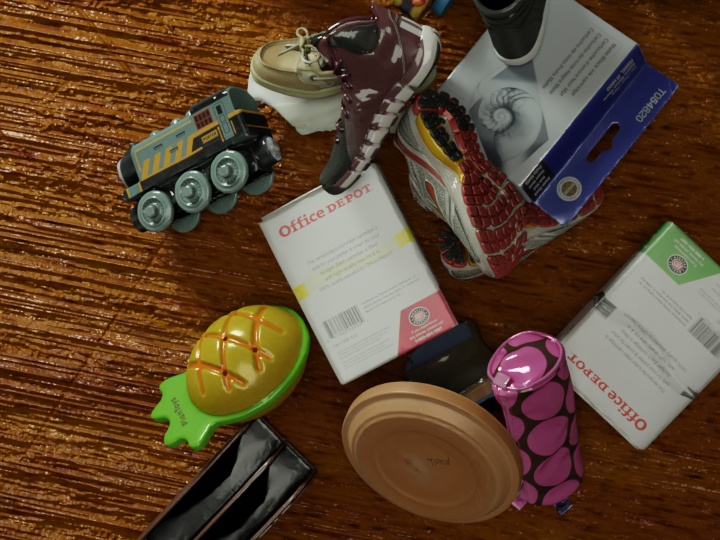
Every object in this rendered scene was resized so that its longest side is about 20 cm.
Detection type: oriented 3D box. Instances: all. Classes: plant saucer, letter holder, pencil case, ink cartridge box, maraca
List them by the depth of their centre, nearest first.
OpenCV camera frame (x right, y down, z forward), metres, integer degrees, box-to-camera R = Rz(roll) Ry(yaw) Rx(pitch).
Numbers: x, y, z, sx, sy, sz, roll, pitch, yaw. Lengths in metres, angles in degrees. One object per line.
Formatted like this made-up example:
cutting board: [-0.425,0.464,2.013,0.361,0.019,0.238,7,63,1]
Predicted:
pencil case: [0.183,0.161,1.305,0.093,0.091,0.201,-28,128,-15]
plant saucer: [0.073,0.200,1.314,0.199,0.032,0.201,14,134,14]
ink cartridge box: [0.199,-0.182,1.316,0.200,0.041,0.200,38,89,18]
ink cartridge box: [0.314,0.069,1.337,0.146,0.084,0.200,44,97,2]
ink cartridge box: [0.000,0.000,1.363,0.144,0.083,0.201,-27,91,6]
maraca: [-0.142,0.116,1.364,0.199,0.137,0.107,-38,131,-2]
letter holder: [-0.157,0.272,1.367,0.101,0.142,0.200,43,97,1]

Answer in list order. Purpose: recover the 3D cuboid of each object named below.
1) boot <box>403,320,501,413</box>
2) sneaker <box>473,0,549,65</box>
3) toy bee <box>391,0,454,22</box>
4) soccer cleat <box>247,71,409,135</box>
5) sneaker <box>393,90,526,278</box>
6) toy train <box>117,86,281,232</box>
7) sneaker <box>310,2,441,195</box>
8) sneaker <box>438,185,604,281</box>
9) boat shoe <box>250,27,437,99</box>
boot: [0.071,0.139,1.387,0.199,0.075,0.098,-29,65,17]
sneaker: [0.163,-0.325,1.285,0.070,0.099,0.202,2,73,20]
toy bee: [0.077,-0.303,1.324,0.130,0.109,0.202,16,95,2]
soccer cleat: [-0.031,-0.179,1.366,0.199,0.069,0.078,22,101,11]
sneaker: [0.103,-0.083,1.284,0.077,0.082,0.201,-19,78,-37]
toy train: [-0.180,-0.117,1.363,0.199,0.085,0.115,-25,81,25]
sneaker: [-0.015,-0.182,1.257,0.115,0.076,0.201,29,107,-16]
sneaker: [0.173,-0.053,1.354,0.199,0.082,0.078,-24,67,-8]
boat shoe: [-0.018,-0.227,1.307,0.198,0.063,0.074,-2,59,0]
